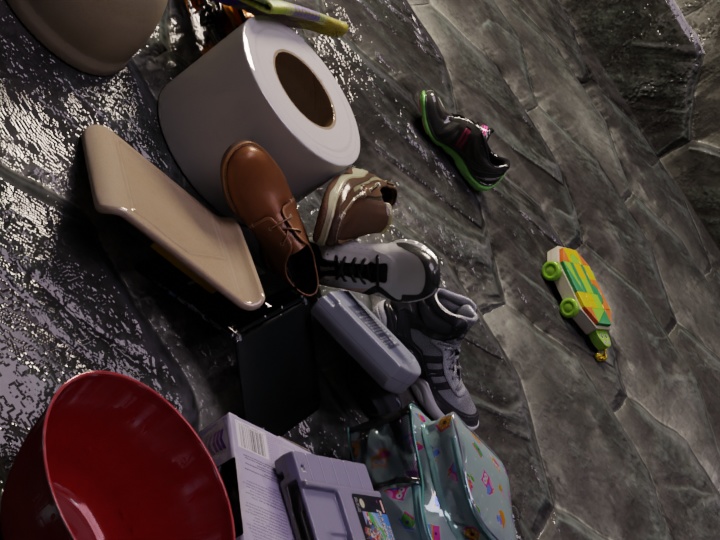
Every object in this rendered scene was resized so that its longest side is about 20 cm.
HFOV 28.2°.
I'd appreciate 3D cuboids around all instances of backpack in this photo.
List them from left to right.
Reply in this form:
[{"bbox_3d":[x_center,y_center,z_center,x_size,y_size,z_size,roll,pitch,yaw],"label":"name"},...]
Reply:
[{"bbox_3d":[0.076,0.257,1.482,0.176,0.152,0.202,49,34,-46],"label":"backpack"}]

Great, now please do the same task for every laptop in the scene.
[{"bbox_3d":[-0.132,0.070,1.486,0.199,0.104,0.177,34,22,12],"label":"laptop"}]

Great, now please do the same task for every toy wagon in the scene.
[{"bbox_3d":[0.374,0.055,2.390,0.155,0.039,0.201,8,53,-58],"label":"toy wagon"}]

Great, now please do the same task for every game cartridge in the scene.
[{"bbox_3d":[-0.007,0.269,1.343,0.129,0.038,0.201,15,48,-50],"label":"game cartridge"},{"bbox_3d":[0.011,0.080,1.609,0.133,0.041,0.200,50,4,5],"label":"game cartridge"}]

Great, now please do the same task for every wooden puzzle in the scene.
[{"bbox_3d":[-0.193,-0.050,1.440,0.199,0.037,0.185,35,16,-30],"label":"wooden puzzle"}]

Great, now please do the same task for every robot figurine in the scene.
[{"bbox_3d":[-0.169,-0.317,1.808,0.145,0.058,0.201,22,42,-51],"label":"robot figurine"}]

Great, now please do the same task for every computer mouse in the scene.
[{"bbox_3d":[0.056,0.175,1.678,0.200,0.034,0.059,45,27,-26],"label":"computer mouse"}]

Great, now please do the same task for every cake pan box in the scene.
[{"bbox_3d":[-0.069,0.248,1.347,0.199,0.052,0.185,33,33,-43],"label":"cake pan box"}]

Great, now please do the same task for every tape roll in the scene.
[{"bbox_3d":[-0.114,-0.170,1.645,0.202,0.139,0.204,41,30,-30],"label":"tape roll"}]

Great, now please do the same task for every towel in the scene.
[{"bbox_3d":[-0.112,-0.311,1.706,0.142,0.023,0.200,18,8,23],"label":"towel"}]

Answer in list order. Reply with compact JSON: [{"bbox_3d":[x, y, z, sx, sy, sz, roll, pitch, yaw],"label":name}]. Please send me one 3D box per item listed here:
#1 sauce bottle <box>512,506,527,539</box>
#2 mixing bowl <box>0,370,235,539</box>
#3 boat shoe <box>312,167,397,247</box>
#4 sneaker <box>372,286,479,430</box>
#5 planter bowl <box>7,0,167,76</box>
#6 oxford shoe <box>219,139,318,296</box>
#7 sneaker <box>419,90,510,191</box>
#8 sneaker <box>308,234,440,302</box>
[{"bbox_3d":[0.195,0.373,1.666,0.066,0.066,0.201,26,39,-48],"label":"sauce bottle"},{"bbox_3d":[-0.201,0.191,1.103,0.200,0.108,0.201,41,30,-30],"label":"mixing bowl"},{"bbox_3d":[0.002,-0.072,1.634,0.074,0.075,0.202,18,22,6],"label":"boat shoe"},{"bbox_3d":[0.109,0.103,1.762,0.201,0.113,0.076,54,25,-7],"label":"sneaker"},{"bbox_3d":[-0.278,-0.330,1.536,0.200,0.134,0.201,41,30,-30],"label":"planter bowl"},{"bbox_3d":[-0.089,-0.055,1.552,0.071,0.071,0.201,35,-24,51],"label":"oxford shoe"},{"bbox_3d":[0.164,-0.217,2.270,0.200,0.083,0.077,45,27,-24],"label":"sneaker"},{"bbox_3d":[0.000,0.000,1.637,0.080,0.198,0.075,-13,107,-53],"label":"sneaker"}]
